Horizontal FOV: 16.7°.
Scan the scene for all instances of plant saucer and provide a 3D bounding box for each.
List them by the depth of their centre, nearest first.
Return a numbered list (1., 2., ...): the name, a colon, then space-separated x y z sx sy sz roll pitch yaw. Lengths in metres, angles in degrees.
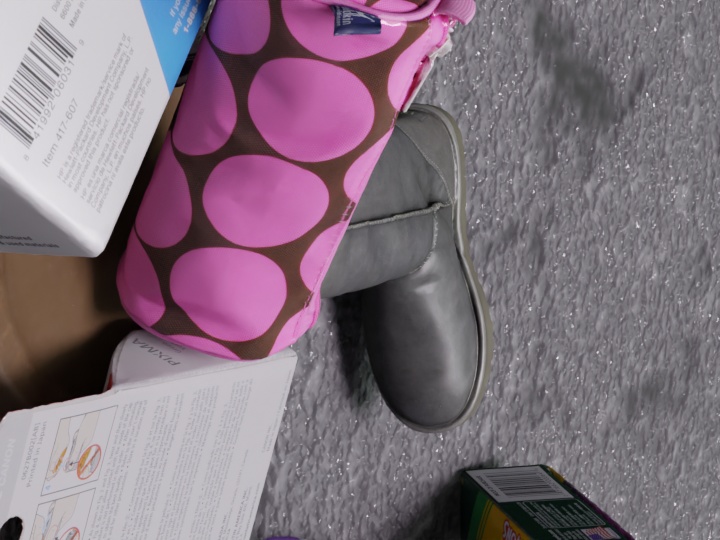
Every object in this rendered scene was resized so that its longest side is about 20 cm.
1. plant saucer: -0.117 -0.020 1.039 0.200 0.029 0.201 -18 111 -55

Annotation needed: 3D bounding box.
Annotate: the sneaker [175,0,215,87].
1. sneaker: -0.049 -0.164 1.041 0.077 0.085 0.201 39 53 -16

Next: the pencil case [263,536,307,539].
1. pencil case: 0.003 0.186 1.221 0.200 0.085 0.084 32 60 -55

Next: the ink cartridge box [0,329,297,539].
1. ink cartridge box: -0.115 0.110 1.025 0.200 0.050 0.162 -8 118 -55

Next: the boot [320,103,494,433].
1. boot: -0.002 0.001 1.156 0.200 0.072 0.183 -20 101 -72

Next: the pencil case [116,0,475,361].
1. pencil case: -0.030 -0.052 0.980 0.091 0.093 0.200 -76 -171 -49

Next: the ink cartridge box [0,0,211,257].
1. ink cartridge box: -0.153 -0.117 0.884 0.200 0.084 0.147 44 60 -42

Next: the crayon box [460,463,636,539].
1. crayon box: 0.106 0.216 1.298 0.058 0.200 0.174 -3 103 -15
